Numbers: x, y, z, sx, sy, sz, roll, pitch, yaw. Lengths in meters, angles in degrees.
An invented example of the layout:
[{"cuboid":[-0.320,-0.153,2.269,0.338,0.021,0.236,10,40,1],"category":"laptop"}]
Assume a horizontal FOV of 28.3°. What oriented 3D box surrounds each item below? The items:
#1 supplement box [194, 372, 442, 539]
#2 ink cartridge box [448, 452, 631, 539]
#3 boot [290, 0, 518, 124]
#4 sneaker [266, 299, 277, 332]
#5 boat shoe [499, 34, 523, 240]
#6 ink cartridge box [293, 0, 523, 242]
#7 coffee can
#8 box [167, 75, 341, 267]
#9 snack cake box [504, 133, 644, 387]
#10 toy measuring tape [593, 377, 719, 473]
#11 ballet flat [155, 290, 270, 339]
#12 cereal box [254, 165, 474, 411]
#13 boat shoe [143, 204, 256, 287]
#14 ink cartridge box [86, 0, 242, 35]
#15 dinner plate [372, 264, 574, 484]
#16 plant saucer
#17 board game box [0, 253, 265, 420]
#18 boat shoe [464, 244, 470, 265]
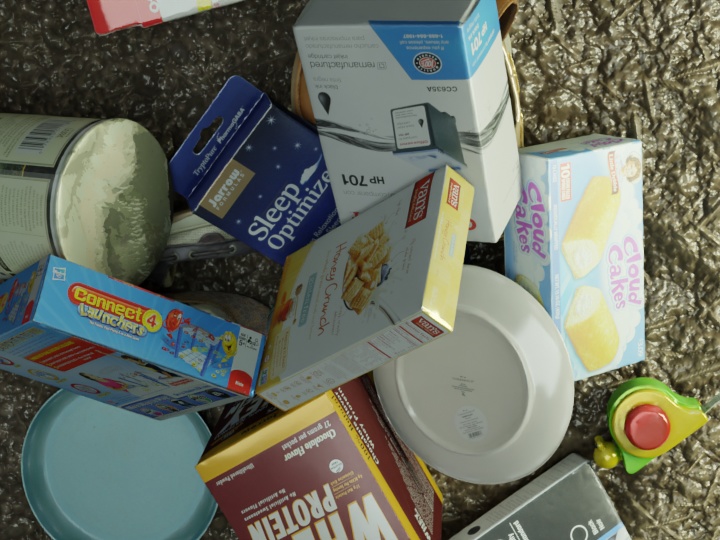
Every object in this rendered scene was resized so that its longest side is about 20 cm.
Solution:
[{"cuboid":[-0.029,0.191,1.284,0.132,0.200,0.199,-29,100,10],"category":"supplement box"},{"cuboid":[0.175,0.310,1.340,0.199,0.043,0.200,-32,98,-11],"category":"ink cartridge box"},{"cuboid":[0.036,-0.185,1.227,0.154,0.076,0.202,35,104,20],"category":"boot"},{"cuboid":[0.000,0.000,1.279,0.199,0.081,0.071,-30,125,24],"category":"sneaker"},{"cuboid":[0.109,-0.120,1.266,0.072,0.069,0.203,-5,102,6],"category":"boat shoe"},{"cuboid":[0.043,-0.129,1.159,0.144,0.086,0.202,3,127,23],"category":"ink cartridge box"},{"cuboid":[-0.282,-0.062,1.231,0.198,0.146,0.149,7,106,32],"category":"coffee can"},{"cuboid":[-0.067,-0.073,1.269,0.199,0.032,0.122,31,105,-29],"category":"box"},{"cuboid":[0.189,-0.011,1.261,0.114,0.067,0.203,-12,106,-31],"category":"snack cake box"},{"cuboid":[0.290,0.111,1.310,0.199,0.074,0.074,-39,98,12],"category":"toy measuring tape"},{"cuboid":[-0.178,0.055,1.331,0.197,0.067,0.069,4,108,3],"category":"ballet flat"},{"cuboid":[0.002,0.016,1.141,0.039,0.145,0.199,34,137,-27],"category":"cereal box"},{"cuboid":[-0.187,-0.016,1.315,0.197,0.072,0.066,-19,97,2],"category":"boat shoe"},{"cuboid":[-0.146,-0.285,1.247,0.197,0.067,0.118,-13,102,7],"category":"ink cartridge box"},{"cuboid":[0.092,0.096,1.258,0.198,0.024,0.203,10,110,29],"category":"dinner plate"},{"cuboid":[-0.230,0.193,1.389,0.197,0.027,0.203,1,103,4],"category":"plant saucer"},{"cuboid":[-0.210,0.063,1.200,0.194,0.199,0.057,22,69,-26],"category":"board game box"},{"cuboid":[0.065,0.043,1.309,0.071,0.072,0.203,-1,99,14],"category":"boat shoe"}]
